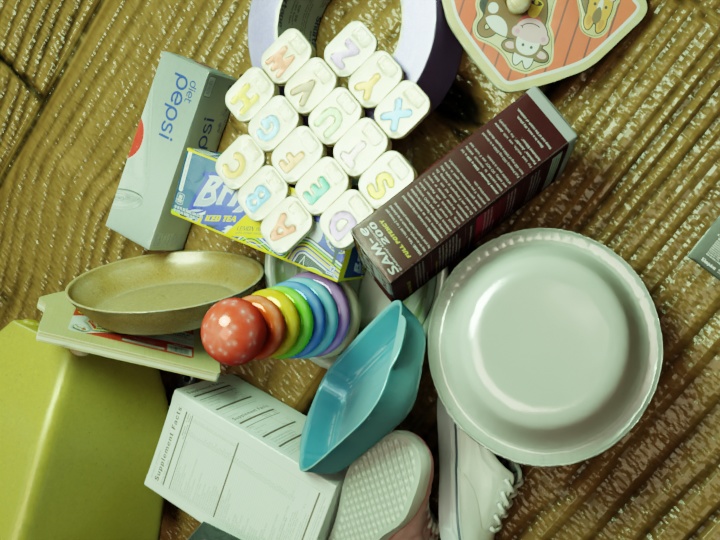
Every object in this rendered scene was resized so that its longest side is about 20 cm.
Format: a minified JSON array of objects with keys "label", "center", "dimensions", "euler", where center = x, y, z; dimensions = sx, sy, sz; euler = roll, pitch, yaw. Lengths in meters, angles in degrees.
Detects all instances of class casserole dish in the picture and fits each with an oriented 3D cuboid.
[{"label":"casserole dish","center":[0.003,0.111,0.824],"dimensions":[0.038,0.122,0.200],"euler":[25,138,-14]}]

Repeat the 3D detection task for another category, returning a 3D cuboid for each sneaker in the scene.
[{"label":"sneaker","center":[0.114,0.204,0.859],"dimensions":[0.070,0.073,0.204],"euler":[-6,89,28]},{"label":"sneaker","center":[0.037,0.218,0.871],"dimensions":[0.075,0.104,0.202],"euler":[42,126,31]}]

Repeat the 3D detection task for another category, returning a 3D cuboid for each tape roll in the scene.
[{"label":"tape roll","center":[-0.005,-0.230,0.892],"dimensions":[0.197,0.085,0.204],"euler":[1,92,24]}]

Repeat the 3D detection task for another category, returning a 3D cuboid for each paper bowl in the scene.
[{"label":"paper bowl","center":[0.156,0.064,0.790],"dimensions":[0.197,0.104,0.205],"euler":[-2,80,10]}]

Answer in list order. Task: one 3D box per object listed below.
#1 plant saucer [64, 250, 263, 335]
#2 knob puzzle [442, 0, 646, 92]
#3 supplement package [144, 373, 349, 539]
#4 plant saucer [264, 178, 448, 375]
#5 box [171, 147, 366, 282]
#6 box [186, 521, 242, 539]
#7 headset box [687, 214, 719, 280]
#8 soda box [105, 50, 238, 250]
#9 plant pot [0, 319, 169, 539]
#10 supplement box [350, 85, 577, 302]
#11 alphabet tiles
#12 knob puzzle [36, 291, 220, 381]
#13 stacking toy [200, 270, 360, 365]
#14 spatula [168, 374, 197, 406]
[{"label":"plant saucer","center":[-0.195,0.024,0.934],"dimensions":[0.197,0.200,0.036],"euler":[5,109,24]},{"label":"knob puzzle","center":[0.157,-0.255,0.802],"dimensions":[0.215,0.030,0.224],"euler":[0,96,1]},{"label":"supplement package","center":[-0.099,0.204,0.937],"dimensions":[0.198,0.109,0.115],"euler":[26,103,21]},{"label":"plant saucer","center":[0.000,0.000,0.917],"dimensions":[0.197,0.050,0.204],"euler":[1,92,25]},{"label":"box","center":[-0.083,-0.056,0.891],"dimensions":[0.198,0.064,0.071],"euler":[22,101,24]},{"label":"box","center":[-0.098,0.336,0.835],"dimensions":[0.197,0.122,0.107],"euler":[13,130,32]},{"label":"headset box","center":[0.381,-0.046,0.723],"dimensions":[0.148,0.077,0.201],"euler":[39,106,18]},{"label":"soda box","center":[-0.204,-0.126,0.999],"dimensions":[0.068,0.063,0.203],"euler":[27,103,22]},{"label":"plant pot","center":[-0.318,0.165,0.985],"dimensions":[0.193,0.193,0.203],"euler":[18,93,36]},{"label":"supplement box","center":[0.088,-0.060,0.804],"dimensions":[0.199,0.109,0.061],"euler":[-38,78,-4]},{"label":"alphabet tiles","center":[-0.039,-0.122,0.837],"dimensions":[0.195,0.015,0.201],"euler":[-42,70,11]},{"label":"knob puzzle","center":[-0.237,0.065,0.961],"dimensions":[0.217,0.219,0.031],"euler":[22,102,22]},{"label":"stacking toy","center":[-0.075,0.044,0.816],"dimensions":[0.084,0.199,0.087],"euler":[1,92,25]},{"label":"spatula","center":[-0.232,0.192,1.047],"dimensions":[0.056,0.020,0.202],"euler":[37,105,27]}]
